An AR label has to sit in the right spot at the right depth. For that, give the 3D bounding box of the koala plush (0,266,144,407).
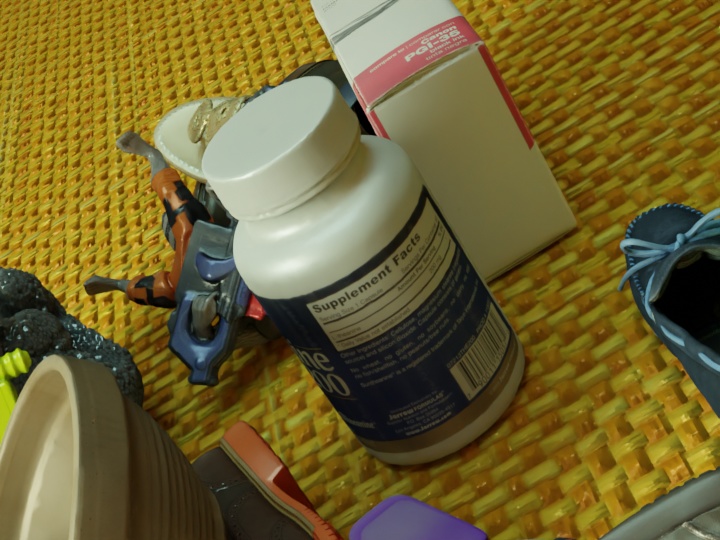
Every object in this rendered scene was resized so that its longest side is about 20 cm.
[{"bbox_3d":[-0.249,0.068,0.950,0.182,0.200,0.179,19,75,36],"label":"koala plush"}]

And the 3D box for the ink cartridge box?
[{"bbox_3d":[0.048,-0.105,0.981,0.082,0.147,0.201,-30,30,5],"label":"ink cartridge box"}]

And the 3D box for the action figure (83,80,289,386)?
[{"bbox_3d":[-0.085,-0.030,1.026,0.192,0.104,0.202,25,94,30],"label":"action figure"}]

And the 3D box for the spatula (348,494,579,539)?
[{"bbox_3d":[0.079,0.135,0.724,0.198,0.021,0.056,0,20,41],"label":"spatula"}]

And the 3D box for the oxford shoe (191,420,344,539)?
[{"bbox_3d":[-0.039,0.156,0.766,0.072,0.072,0.200,-37,35,-9],"label":"oxford shoe"}]

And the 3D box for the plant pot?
[{"bbox_3d":[-0.123,0.147,0.733,0.200,0.092,0.204,-169,90,-67],"label":"plant pot"}]

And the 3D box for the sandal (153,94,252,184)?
[{"bbox_3d":[-0.065,-0.095,1.071,0.210,0.070,0.078,24,67,26],"label":"sandal"}]

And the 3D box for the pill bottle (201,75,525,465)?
[{"bbox_3d":[0.000,0.000,0.826,0.110,0.201,0.112,-25,30,16],"label":"pill bottle"}]

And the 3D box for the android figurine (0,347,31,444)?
[{"bbox_3d":[-0.265,0.109,0.841,0.198,0.184,0.041,-21,-5,-8],"label":"android figurine"}]

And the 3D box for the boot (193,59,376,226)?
[{"bbox_3d":[-0.043,-0.096,1.134,0.096,0.075,0.201,-5,39,45],"label":"boot"}]

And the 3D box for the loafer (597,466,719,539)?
[{"bbox_3d":[0.097,0.158,0.630,0.199,0.073,0.071,-37,49,13],"label":"loafer"}]

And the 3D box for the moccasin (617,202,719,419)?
[{"bbox_3d":[0.180,0.009,0.763,0.080,0.068,0.200,-33,30,3],"label":"moccasin"}]
